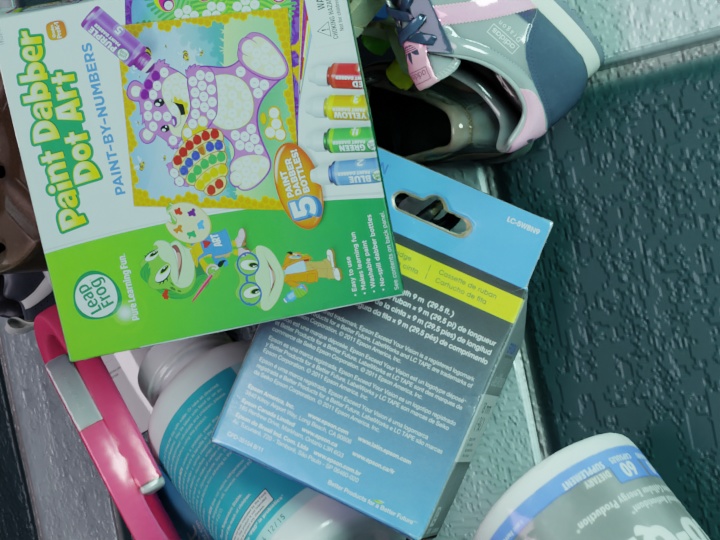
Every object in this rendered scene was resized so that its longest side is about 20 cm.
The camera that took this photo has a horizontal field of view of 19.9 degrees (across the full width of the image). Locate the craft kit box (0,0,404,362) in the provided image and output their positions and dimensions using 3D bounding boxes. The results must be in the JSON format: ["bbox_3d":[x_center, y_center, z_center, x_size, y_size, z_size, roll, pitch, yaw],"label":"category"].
[{"bbox_3d":[-0.089,-0.066,1.148,0.049,0.196,0.202,-87,-14,-75],"label":"craft kit box"}]

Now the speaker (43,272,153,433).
[{"bbox_3d":[-0.174,0.015,1.459,0.081,0.081,0.201,-31,89,49],"label":"speaker"}]

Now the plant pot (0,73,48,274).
[{"bbox_3d":[-0.172,-0.083,1.286,0.199,0.198,0.202,7,102,35],"label":"plant pot"}]

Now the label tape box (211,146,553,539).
[{"bbox_3d":[0.018,0.040,1.222,0.143,0.063,0.201,24,91,15],"label":"label tape box"}]

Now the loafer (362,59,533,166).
[{"bbox_3d":[0.019,-0.091,1.242,0.199,0.063,0.072,0,100,51],"label":"loafer"}]

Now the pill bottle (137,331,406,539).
[{"bbox_3d":[-0.065,0.122,1.331,0.200,0.110,0.111,48,133,31],"label":"pill bottle"}]

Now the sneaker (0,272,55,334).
[{"bbox_3d":[-0.259,-0.041,1.531,0.200,0.129,0.079,67,158,7],"label":"sneaker"}]

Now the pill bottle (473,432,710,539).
[{"bbox_3d":[0.159,0.197,1.111,0.200,0.113,0.114,53,135,27],"label":"pill bottle"}]

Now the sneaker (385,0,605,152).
[{"bbox_3d":[0.038,-0.147,1.112,0.200,0.082,0.070,38,167,-8],"label":"sneaker"}]

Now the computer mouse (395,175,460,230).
[{"bbox_3d":[0.000,0.000,1.280,0.200,0.034,0.059,-48,62,45],"label":"computer mouse"}]

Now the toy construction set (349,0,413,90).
[{"bbox_3d":[-0.017,-0.194,1.221,0.200,0.131,0.093,45,114,40],"label":"toy construction set"}]

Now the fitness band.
[{"bbox_3d":[-0.170,0.115,1.395,0.201,0.037,0.144,62,171,11],"label":"fitness band"}]

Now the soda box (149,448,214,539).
[{"bbox_3d":[-0.080,0.201,1.440,0.201,0.064,0.068,61,138,20],"label":"soda box"}]
